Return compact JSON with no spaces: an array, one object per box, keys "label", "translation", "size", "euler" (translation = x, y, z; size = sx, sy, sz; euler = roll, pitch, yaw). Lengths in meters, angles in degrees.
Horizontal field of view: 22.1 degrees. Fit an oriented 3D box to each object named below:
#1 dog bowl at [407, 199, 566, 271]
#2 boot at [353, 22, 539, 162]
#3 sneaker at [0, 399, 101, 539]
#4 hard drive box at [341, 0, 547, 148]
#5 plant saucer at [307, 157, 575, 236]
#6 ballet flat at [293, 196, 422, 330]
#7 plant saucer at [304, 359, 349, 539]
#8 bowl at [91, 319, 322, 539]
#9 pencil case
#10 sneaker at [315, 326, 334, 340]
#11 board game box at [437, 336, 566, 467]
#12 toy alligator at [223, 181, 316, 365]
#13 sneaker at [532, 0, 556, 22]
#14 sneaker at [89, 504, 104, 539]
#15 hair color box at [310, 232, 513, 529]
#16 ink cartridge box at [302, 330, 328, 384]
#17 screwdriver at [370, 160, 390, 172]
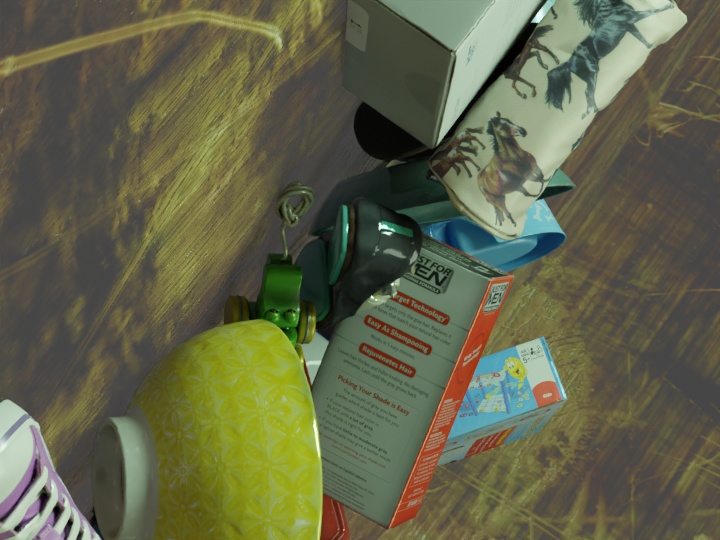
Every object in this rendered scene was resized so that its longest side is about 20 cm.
[{"label":"dog bowl","translation":[0.065,-0.020,1.498],"size":[0.199,0.050,0.112],"euler":[-16,167,-5]},{"label":"boot","translation":[0.091,-0.121,1.329],"size":[0.199,0.070,0.174],"euler":[-15,177,14]},{"label":"sneaker","translation":[-0.161,0.139,0.972],"size":[0.073,0.114,0.201],"euler":[-50,169,-18]},{"label":"hard drive box","translation":[0.078,-0.194,1.125],"size":[0.200,0.077,0.156],"euler":[-53,172,-15]},{"label":"plant saucer","translation":[0.056,-0.059,1.351],"size":[0.199,0.036,0.200],"euler":[-10,178,0]},{"label":"ballet flat","translation":[0.000,0.000,1.274],"size":[0.073,0.073,0.200],"euler":[-52,-179,-20]},{"label":"plant saucer","translation":[-0.067,0.160,1.395],"size":[0.037,0.201,0.200],"euler":[-10,-169,23]},{"label":"bowl","translation":[-0.109,0.131,1.173],"size":[0.107,0.201,0.200],"euler":[0,141,-24]},{"label":"pencil case","translation":[0.127,-0.116,1.188],"size":[0.200,0.078,0.089],"euler":[-53,176,8]},{"label":"sneaker","translation":[0.022,0.077,1.619],"size":[0.200,0.089,0.074],"euler":[-11,-151,51]},{"label":"board game box","translation":[0.063,0.130,1.564],"size":[0.195,0.056,0.200],"euler":[-19,169,-6]},{"label":"toy alligator","translation":[-0.059,0.035,1.252],"size":[0.054,0.059,0.201],"euler":[-106,-155,-49]},{"label":"sneaker","translation":[0.125,-0.192,1.433],"size":[0.200,0.074,0.082],"euler":[-138,-130,-83]},{"label":"sneaker","translation":[-0.128,0.235,1.353],"size":[0.082,0.073,0.201],"euler":[-45,124,-58]},{"label":"hair color box","translation":[0.026,0.076,1.359],"size":[0.061,0.101,0.201],"euler":[-6,121,-67]},{"label":"ink cartridge box","translation":[-0.083,0.147,1.596],"size":[0.116,0.067,0.200],"euler":[-48,170,-37]},{"label":"screwdriver","translation":[0.031,-0.099,1.448],"size":[0.200,0.028,0.029],"euler":[-41,135,-36]}]
